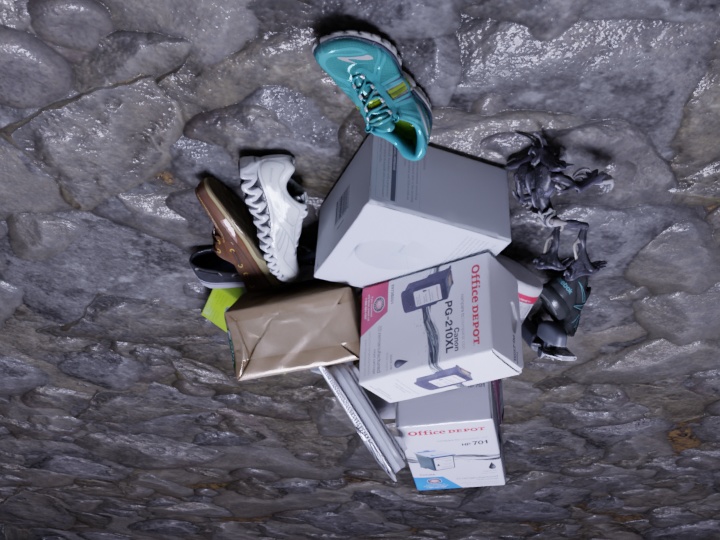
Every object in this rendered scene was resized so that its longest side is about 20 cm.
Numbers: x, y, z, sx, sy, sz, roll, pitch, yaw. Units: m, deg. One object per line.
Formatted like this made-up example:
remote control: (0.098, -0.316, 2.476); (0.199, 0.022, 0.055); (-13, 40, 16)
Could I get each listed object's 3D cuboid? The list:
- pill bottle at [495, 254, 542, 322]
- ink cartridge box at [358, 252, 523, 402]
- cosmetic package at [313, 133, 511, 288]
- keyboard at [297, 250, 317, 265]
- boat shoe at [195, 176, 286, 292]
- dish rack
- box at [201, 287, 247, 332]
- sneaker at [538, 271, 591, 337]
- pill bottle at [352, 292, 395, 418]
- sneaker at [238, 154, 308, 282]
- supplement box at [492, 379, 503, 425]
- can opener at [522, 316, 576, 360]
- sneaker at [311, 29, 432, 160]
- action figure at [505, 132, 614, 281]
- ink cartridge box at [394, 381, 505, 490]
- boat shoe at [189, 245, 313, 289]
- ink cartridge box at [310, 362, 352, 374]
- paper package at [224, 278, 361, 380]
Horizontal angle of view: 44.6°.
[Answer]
pill bottle: (0.182, 0.079, 1.335); (0.110, 0.111, 0.200); (19, 110, -26)
ink cartridge box: (0.103, 0.077, 1.152); (0.200, 0.145, 0.084); (-18, 145, 30)
cosmetic package: (0.066, -0.063, 1.179); (0.199, 0.123, 0.199); (15, 147, -18)
keyboard: (0.000, 0.000, 1.308); (0.200, 0.040, 0.104); (6, 167, -39)
boat shoe: (-0.179, -0.042, 1.241); (0.067, 0.072, 0.200); (-26, 125, 10)
dish rack: (0.001, 0.203, 1.293); (0.043, 0.200, 0.172); (-33, -170, -8)
box: (-0.161, 0.091, 1.454); (0.200, 0.048, 0.122); (35, 145, -1)
sneaker: (0.334, 0.050, 1.394); (0.079, 0.075, 0.200); (-42, 159, 2)
pill bottle: (0.043, 0.134, 1.436); (0.112, 0.201, 0.112); (2, 149, 1)
sneaker: (-0.105, -0.069, 1.197); (0.081, 0.075, 0.200); (-14, 127, 0)
supplement box: (0.174, 0.151, 1.448); (0.110, 0.201, 0.086); (-4, -177, 13)
can opener: (0.301, 0.098, 1.426); (0.053, 0.067, 0.200); (6, -167, -6)
sneaker: (0.022, -0.199, 0.997); (0.077, 0.080, 0.200); (-20, 142, 33)
action figure: (0.256, -0.094, 1.135); (0.119, 0.102, 0.201); (8, 121, 50)
ink cartridge box: (0.140, 0.252, 1.349); (0.146, 0.086, 0.200); (-7, 139, 11)
boat shoe: (-0.170, -0.016, 1.340); (0.199, 0.070, 0.066); (-2, 150, 21)
ink cartridge box: (-0.030, 0.189, 1.625); (0.160, 0.047, 0.200); (20, 165, -26)
paper package: (-0.093, 0.078, 1.292); (0.190, 0.104, 0.200); (-11, -173, 0)
